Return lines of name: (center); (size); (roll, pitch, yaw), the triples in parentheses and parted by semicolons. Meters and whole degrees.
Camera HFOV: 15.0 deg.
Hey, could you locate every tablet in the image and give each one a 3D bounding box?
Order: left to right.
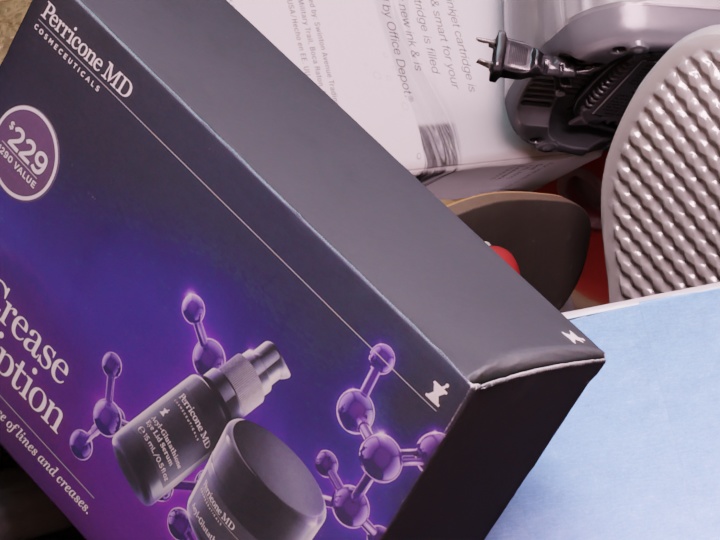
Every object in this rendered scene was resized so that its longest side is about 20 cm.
tablet: (0.101, 0.096, 0.856); (0.130, 0.014, 0.201); (-11, 60, 0)

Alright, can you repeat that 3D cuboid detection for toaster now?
toaster: (0.130, -0.116, 1.059); (0.199, 0.130, 0.114); (5, -25, -18)

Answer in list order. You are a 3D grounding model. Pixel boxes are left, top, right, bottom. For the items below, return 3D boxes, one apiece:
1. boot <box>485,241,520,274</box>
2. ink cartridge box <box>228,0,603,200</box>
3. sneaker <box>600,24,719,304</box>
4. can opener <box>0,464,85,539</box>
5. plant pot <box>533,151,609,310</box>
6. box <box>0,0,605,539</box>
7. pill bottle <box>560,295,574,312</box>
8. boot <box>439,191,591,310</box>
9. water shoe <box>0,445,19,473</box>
boot: (0.092, 0.074, 0.915); (0.144, 0.072, 0.201); (-8, 58, 5)
ink cartridge box: (-0.017, -0.094, 1.079); (0.199, 0.147, 0.084); (-6, -13, -35)
sneaker: (0.144, -0.020, 1.032); (0.075, 0.201, 0.105); (24, 41, 26)
can opener: (-0.114, 0.098, 0.915); (0.199, 0.054, 0.067); (-14, 20, -24)
plant pot: (0.149, -0.077, 1.206); (0.200, 0.201, 0.177); (10, 40, 44)
box: (-0.043, 0.019, 0.861); (0.200, 0.141, 0.079); (43, 26, 25)
pill bottle: (-0.015, 0.046, 1.074); (0.200, 0.111, 0.111); (-25, 24, -31)
boot: (0.000, 0.000, 1.002); (0.200, 0.074, 0.075); (-14, 33, -38)
water shoe: (-0.165, 0.069, 1.004); (0.071, 0.079, 0.200); (-5, -26, -35)
